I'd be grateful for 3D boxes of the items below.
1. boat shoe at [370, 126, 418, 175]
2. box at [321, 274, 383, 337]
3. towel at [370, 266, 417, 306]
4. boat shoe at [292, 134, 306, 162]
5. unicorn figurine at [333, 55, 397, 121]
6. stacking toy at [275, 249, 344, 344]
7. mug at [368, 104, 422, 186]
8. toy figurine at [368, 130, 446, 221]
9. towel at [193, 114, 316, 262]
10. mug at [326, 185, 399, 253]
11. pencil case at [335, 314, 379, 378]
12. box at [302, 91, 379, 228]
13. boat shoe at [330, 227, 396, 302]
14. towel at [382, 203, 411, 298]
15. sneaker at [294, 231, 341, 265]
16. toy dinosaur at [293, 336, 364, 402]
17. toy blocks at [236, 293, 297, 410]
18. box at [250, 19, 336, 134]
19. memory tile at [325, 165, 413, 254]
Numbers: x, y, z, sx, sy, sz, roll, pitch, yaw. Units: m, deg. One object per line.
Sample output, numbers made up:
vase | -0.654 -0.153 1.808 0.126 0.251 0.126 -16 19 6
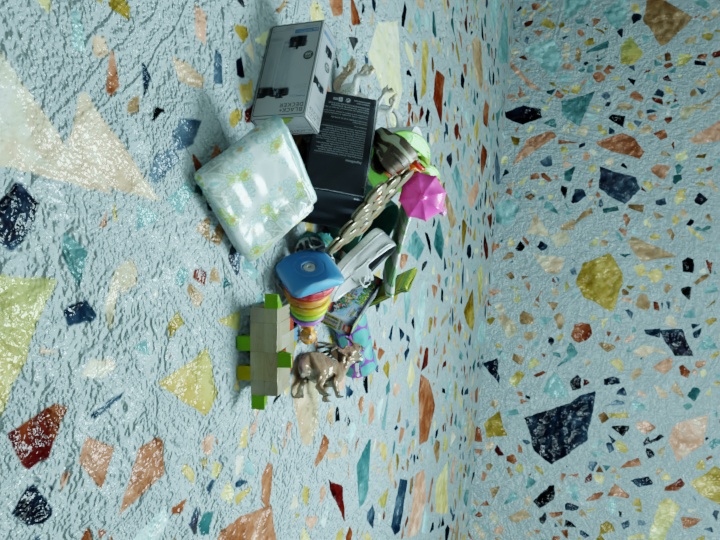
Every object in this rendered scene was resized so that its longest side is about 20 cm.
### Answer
boat shoe | 0.044 -0.223 1.306 0.075 0.075 0.202 44 3 -14
box | -0.032 0.056 1.501 0.200 0.109 0.035 -54 168 -55
towel | 0.046 0.053 1.603 0.018 0.199 0.086 52 37 -16
boat shoe | -0.143 -0.187 1.255 0.201 0.069 0.071 -59 144 -51
unicorn figurine | 0.012 -0.367 1.524 0.201 0.137 0.074 52 11 20
stacking toy | -0.102 0.070 1.360 0.115 0.110 0.202 -17 134 -24
mug | 0.048 -0.281 1.589 0.147 0.173 0.204 -32 121 -67
toy figurine | 0.124 -0.167 1.426 0.199 0.150 0.185 31 22 -38
towel | -0.165 -0.132 1.137 0.171 0.048 0.201 -43 138 -19
mug | -0.011 -0.101 1.525 0.151 0.114 0.187 -12 136 -61
pencil case | -0.015 0.157 1.588 0.093 0.084 0.202 -83 163 -54
box | -0.044 -0.209 1.345 0.200 0.122 0.200 113 -15 -74
boat shoe | 0.000 0.000 1.444 0.200 0.068 0.072 -45 158 -24
towel | 0.084 -0.055 1.531 0.153 0.023 0.203 -91 -165 -70
sneaker | -0.088 -0.044 1.432 0.200 0.076 0.081 47 34 -70
toy dinosaur | -0.082 0.200 1.440 0.199 0.085 0.138 20 62 -51
toy blocks | -0.155 0.135 1.249 0.137 0.098 0.204 -26 117 -79
box | -0.119 -0.348 1.244 0.060 0.115 0.203 46 51 -61
memory tile | 0.018 -0.114 1.323 0.153 0.017 0.200 -37 170 -51
